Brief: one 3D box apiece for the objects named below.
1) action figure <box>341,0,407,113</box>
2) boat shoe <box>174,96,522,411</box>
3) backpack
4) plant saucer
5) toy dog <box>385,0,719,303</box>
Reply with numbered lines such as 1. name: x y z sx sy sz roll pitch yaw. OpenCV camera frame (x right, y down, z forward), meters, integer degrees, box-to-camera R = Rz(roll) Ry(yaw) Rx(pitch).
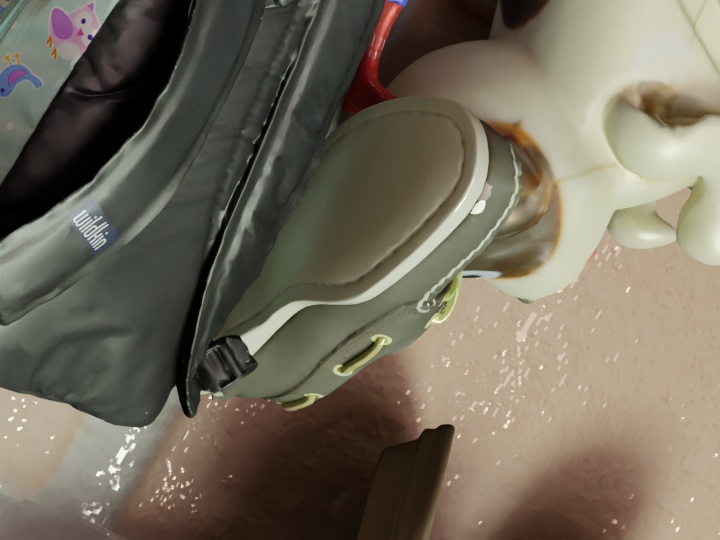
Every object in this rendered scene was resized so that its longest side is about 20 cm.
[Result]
1. action figure: 0.037 -0.156 1.047 0.065 0.099 0.201 18 84 -41
2. boat shoe: 0.000 -0.003 1.056 0.060 0.201 0.072 18 59 -29
3. backpack: -0.086 -0.059 0.993 0.167 0.126 0.201 16 106 -57
4. plant saucer: 0.001 0.156 1.153 0.029 0.200 0.201 15 106 3
5. toy dog: 0.089 -0.077 1.113 0.200 0.139 0.194 -48 123 -7
